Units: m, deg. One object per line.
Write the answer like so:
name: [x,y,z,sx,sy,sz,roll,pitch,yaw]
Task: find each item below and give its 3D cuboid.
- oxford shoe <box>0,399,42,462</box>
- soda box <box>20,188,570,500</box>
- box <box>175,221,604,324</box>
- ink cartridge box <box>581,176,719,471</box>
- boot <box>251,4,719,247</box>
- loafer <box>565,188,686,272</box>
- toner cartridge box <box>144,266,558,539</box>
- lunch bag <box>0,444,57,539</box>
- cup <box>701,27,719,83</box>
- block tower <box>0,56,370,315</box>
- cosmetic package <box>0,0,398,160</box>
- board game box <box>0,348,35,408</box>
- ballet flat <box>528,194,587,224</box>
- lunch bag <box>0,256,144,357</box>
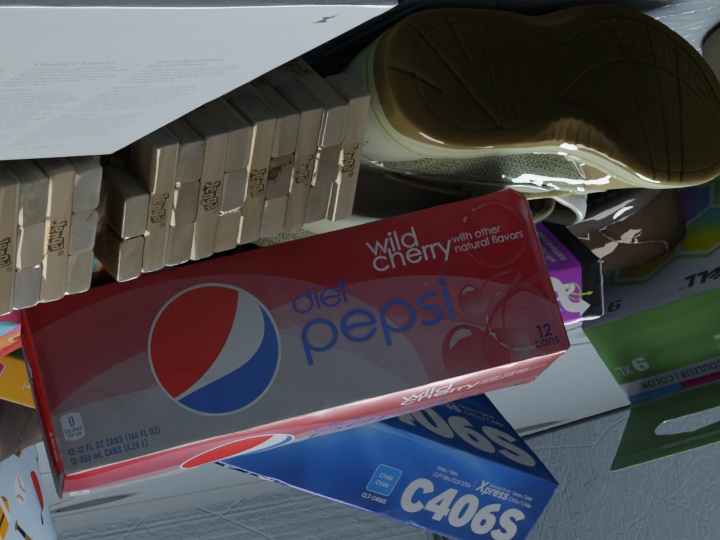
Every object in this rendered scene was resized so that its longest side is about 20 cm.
oxford shoe: [-0.150,0.048,1.177,0.072,0.072,0.200,10,-159,9]
soda box: [-0.026,0.028,0.899,0.198,0.071,0.063,-14,168,-12]
box: [0.000,0.000,1.145,0.198,0.036,0.143,-11,-156,-14]
ink cartridge box: [0.183,0.009,1.264,0.103,0.059,0.201,-19,-151,34]
boot: [0.041,-0.052,0.968,0.199,0.073,0.154,1,164,-41]
loafer: [0.089,-0.005,1.265,0.199,0.073,0.071,-19,126,35]
toner cartridge box: [-0.015,0.059,1.021,0.199,0.043,0.095,21,-163,-36]
lunch bag: [-0.245,0.096,1.188,0.123,0.171,0.200,-19,172,8]
cup: [0.264,-0.054,1.043,0.198,0.145,0.200,-13,173,-2]
block tower: [-0.094,-0.031,0.811,0.199,0.058,0.054,-15,132,-32]
cosmetic package: [-0.112,-0.071,0.661,0.199,0.052,0.150,-6,172,-42]
board game box: [-0.127,0.042,1.090,0.198,0.030,0.096,20,-165,-8]
ballet flat: [0.017,-0.031,1.091,0.198,0.070,0.069,-11,172,-14]
lunch bag: [-0.156,-0.011,0.933,0.175,0.083,0.200,-13,172,-31]
